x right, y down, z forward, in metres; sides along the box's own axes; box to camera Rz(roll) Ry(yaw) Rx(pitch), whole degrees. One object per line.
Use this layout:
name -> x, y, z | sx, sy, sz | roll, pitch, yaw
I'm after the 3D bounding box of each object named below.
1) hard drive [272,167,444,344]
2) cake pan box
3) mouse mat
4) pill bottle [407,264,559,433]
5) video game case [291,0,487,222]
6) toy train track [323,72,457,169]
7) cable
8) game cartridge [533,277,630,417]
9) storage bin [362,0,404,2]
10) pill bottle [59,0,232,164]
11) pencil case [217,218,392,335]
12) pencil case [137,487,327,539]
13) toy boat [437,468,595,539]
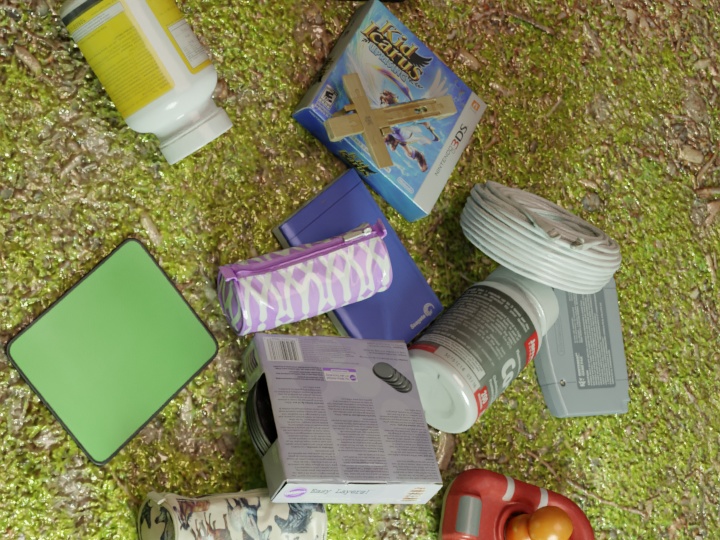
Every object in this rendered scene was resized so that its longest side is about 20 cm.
hard drive -> 0.000, 0.000, 1.788 | 0.132, 0.025, 0.201 | -41, 103, -34
cake pan box -> -0.023, 0.158, 1.659 | 0.199, 0.052, 0.185 | 4, 51, -28
mouse mat -> -0.253, 0.082, 1.607 | 0.200, 0.008, 0.161 | -44, 105, -32
pill bottle -> 0.140, 0.086, 1.810 | 0.200, 0.114, 0.114 | -43, 104, -33
video game case -> 0.039, -0.191, 1.848 | 0.200, 0.045, 0.182 | 41, 59, -20
toy train track -> 0.031, -0.174, 1.795 | 0.199, 0.032, 0.116 | -16, 82, -40
cable -> 0.216, -0.040, 1.847 | 0.199, 0.200, 0.070 | 9, 109, -48
game cartridge -> 0.272, 0.083, 1.951 | 0.133, 0.040, 0.202 | 2, 78, -38
storage bin -> 0.021, -0.434, 1.862 | 0.134, 0.094, 0.202 | -5, 83, -35
pill bottle -> -0.221, -0.217, 1.634 | 0.112, 0.112, 0.201 | -38, 101, -34
pencil case -> -0.058, 0.007, 1.686 | 0.199, 0.086, 0.084 | -20, 55, -23
pencil case -> -0.131, 0.261, 1.603 | 0.199, 0.078, 0.090 | 1, 95, -34
toy boat -> 0.194, 0.302, 1.785 | 0.199, 0.130, 0.132 | 21, 66, -29
